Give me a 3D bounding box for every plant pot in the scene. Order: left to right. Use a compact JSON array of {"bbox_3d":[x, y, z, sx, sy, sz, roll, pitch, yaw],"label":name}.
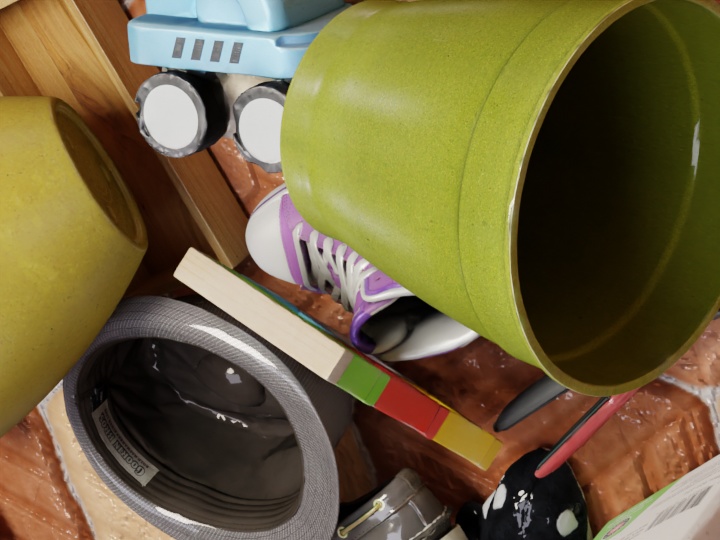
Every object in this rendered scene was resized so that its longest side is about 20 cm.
[{"bbox_3d":[-0.206,-0.020,1.588,0.142,0.200,0.200,-31,101,7],"label":"plant pot"},{"bbox_3d":[0.069,-0.058,1.414,0.193,0.200,0.201,18,129,41],"label":"plant pot"}]

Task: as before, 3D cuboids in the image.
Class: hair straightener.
[{"bbox_3d":[0.130,0.034,1.517,0.077,0.041,0.200,45,135,2],"label":"hair straightener"}]

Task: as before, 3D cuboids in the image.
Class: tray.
[{"bbox_3d":[-0.149,-0.081,1.643,0.098,0.037,0.200,-19,106,42],"label":"tray"}]

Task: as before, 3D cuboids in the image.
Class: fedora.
[{"bbox_3d":[-0.077,0.080,1.661,0.199,0.090,0.177,11,125,28],"label":"fedora"}]

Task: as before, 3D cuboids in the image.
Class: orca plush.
[{"bbox_3d":[0.080,0.197,1.641,0.105,0.071,0.200,36,134,10],"label":"orca plush"}]

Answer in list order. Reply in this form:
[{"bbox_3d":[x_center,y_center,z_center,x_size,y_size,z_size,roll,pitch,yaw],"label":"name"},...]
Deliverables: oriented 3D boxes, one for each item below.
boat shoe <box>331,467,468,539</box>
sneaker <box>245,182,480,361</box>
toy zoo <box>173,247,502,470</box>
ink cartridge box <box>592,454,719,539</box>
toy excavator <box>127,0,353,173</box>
[{"bbox_3d":[-0.016,0.166,1.688,0.201,0.072,0.061,-25,98,47],"label":"boat shoe"},{"bbox_3d":[0.000,-0.001,1.538,0.200,0.114,0.073,2,122,36],"label":"sneaker"},{"bbox_3d":[-0.002,0.054,1.554,0.131,0.021,0.200,33,180,39],"label":"toy zoo"},{"bbox_3d":[0.156,0.192,1.493,0.084,0.200,0.145,50,135,-3],"label":"ink cartridge box"},{"bbox_3d":[-0.082,-0.168,1.511,0.194,0.100,0.201,9,110,31],"label":"toy excavator"}]
